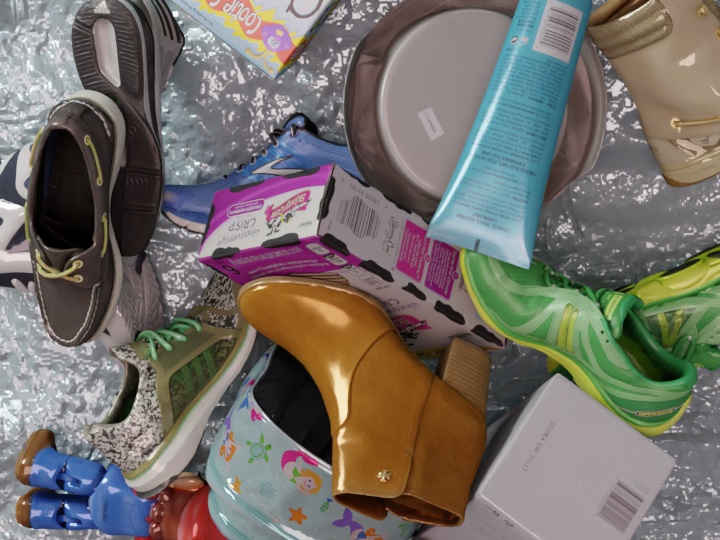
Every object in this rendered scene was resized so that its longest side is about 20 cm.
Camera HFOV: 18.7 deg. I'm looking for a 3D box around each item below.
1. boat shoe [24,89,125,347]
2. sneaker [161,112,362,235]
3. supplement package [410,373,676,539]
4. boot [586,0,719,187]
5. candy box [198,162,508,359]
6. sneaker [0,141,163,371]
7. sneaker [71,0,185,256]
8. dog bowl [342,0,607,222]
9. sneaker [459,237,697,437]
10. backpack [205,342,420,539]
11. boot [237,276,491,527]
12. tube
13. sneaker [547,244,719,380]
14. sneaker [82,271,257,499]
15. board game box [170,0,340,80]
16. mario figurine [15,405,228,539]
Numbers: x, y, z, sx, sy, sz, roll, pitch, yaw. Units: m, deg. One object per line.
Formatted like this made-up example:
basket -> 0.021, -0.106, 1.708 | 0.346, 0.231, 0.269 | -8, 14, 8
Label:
boat shoe -> -0.216, -0.030, 1.609 | 0.071, 0.061, 0.203 | 13, 116, 16
sneaker -> -0.060, -0.073, 1.676 | 0.198, 0.079, 0.090 | -8, 93, 0
supplement package -> 0.131, 0.173, 1.619 | 0.109, 0.200, 0.114 | 36, 69, -1
boot -> 0.278, -0.169, 1.596 | 0.199, 0.073, 0.156 | -27, 111, 17
candy box -> 0.000, 0.000, 1.600 | 0.199, 0.136, 0.061 | 29, 64, -36
sneaker -> -0.243, 0.001, 1.710 | 0.129, 0.080, 0.200 | -16, 115, 25
sneaker -> -0.162, -0.118, 1.654 | 0.075, 0.115, 0.202 | 8, 112, 19
dog bowl -> 0.080, -0.119, 1.623 | 0.198, 0.059, 0.202 | 0, 89, -8
sneaker -> 0.160, 0.032, 1.569 | 0.199, 0.074, 0.084 | 38, 133, -2
backpack -> -0.027, 0.148, 1.646 | 0.177, 0.200, 0.151 | 31, 104, -1
boot -> -0.007, 0.094, 1.536 | 0.200, 0.145, 0.071 | 19, 146, -2
tube -> 0.113, -0.107, 1.562 | 0.077, 0.050, 0.202 | 16, 80, 15
sneaker -> 0.234, 0.044, 1.648 | 0.199, 0.074, 0.084 | -24, 94, 11
sneaker -> -0.145, 0.068, 1.667 | 0.088, 0.077, 0.201 | 36, 68, -28
board game box -> -0.038, -0.255, 1.614 | 0.103, 0.105, 0.200 | 37, 104, -2
mario figurine -> -0.169, 0.181, 1.747 | 0.198, 0.124, 0.107 | 12, 62, 12
